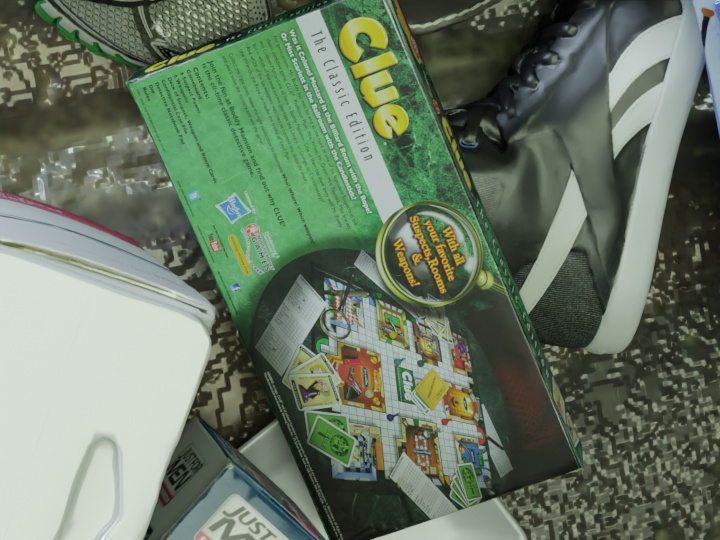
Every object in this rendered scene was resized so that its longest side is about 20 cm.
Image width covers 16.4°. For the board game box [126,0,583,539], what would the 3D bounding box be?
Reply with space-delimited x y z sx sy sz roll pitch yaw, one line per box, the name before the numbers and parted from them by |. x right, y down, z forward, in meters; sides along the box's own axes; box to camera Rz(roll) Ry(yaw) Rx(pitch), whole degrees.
board game box | 0.000 0.000 0.931 0.105 0.023 0.200 -19 105 14

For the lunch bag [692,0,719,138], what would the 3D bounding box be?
lunch bag | 0.188 -0.066 0.938 0.160 0.076 0.200 -30 108 -52

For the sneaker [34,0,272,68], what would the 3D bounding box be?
sneaker | -0.098 -0.133 0.889 0.078 0.085 0.200 -52 128 -6

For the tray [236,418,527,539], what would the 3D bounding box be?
tray | -0.042 0.128 0.983 0.200 0.022 0.107 -38 104 -5

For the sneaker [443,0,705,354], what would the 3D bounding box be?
sneaker | 0.067 -0.072 0.954 0.112 0.073 0.200 9 95 -12

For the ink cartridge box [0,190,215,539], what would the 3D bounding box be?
ink cartridge box | -0.124 0.054 0.864 0.083 0.200 0.147 20 92 -14

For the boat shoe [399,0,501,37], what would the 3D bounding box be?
boat shoe | 0.075 -0.149 0.904 0.072 0.061 0.201 30 120 -36

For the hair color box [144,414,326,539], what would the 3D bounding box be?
hair color box | -0.100 0.153 0.912 0.061 0.100 0.200 42 88 -14
